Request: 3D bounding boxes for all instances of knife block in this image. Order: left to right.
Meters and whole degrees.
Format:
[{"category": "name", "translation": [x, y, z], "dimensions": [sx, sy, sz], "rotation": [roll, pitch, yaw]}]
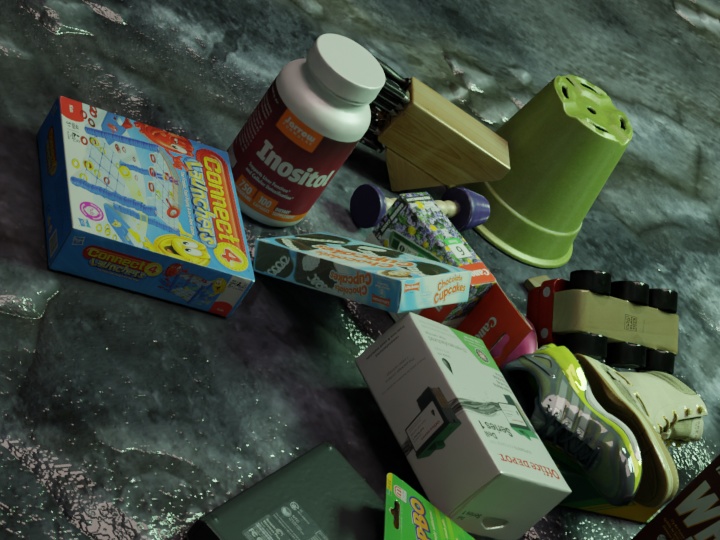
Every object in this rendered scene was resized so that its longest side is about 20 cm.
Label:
[{"category": "knife block", "translation": [0.073, -0.186, 1.846], "dimensions": [0.199, 0.176, 0.064], "rotation": [-5, 38, 6]}]

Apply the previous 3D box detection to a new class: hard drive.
[{"category": "hard drive", "translation": [-0.042, 0.237, 1.347], "dimensions": [0.140, 0.033, 0.200], "rotation": [46, 33, 13]}]

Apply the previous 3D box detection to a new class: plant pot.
[{"category": "plant pot", "translation": [0.240, -0.141, 1.957], "dimensions": [0.199, 0.190, 0.201], "rotation": [26, 33, -18]}]

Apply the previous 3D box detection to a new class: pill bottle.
[{"category": "pill bottle", "translation": [-0.061, -0.151, 1.659], "dimensions": [0.113, 0.200, 0.113], "rotation": [25, 34, -18]}]

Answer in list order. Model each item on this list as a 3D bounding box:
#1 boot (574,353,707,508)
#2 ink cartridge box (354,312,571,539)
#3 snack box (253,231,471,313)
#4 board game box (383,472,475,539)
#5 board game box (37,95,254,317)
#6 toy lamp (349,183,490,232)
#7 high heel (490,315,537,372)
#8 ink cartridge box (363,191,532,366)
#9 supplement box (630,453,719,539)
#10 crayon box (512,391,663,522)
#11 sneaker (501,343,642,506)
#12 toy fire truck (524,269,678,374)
[{"category": "boot", "translation": [0.314, 0.172, 1.646], "dimensions": [0.154, 0.072, 0.200], "rotation": [11, 33, -36]}, {"category": "ink cartridge box", "translation": [0.101, 0.155, 1.517], "dimensions": [0.146, 0.084, 0.200], "rotation": [21, 32, -52]}, {"category": "snack box", "translation": [0.000, 0.000, 1.585], "dimensions": [0.199, 0.037, 0.116], "rotation": [16, 15, 38]}, {"category": "board game box", "translation": [0.084, 0.271, 1.391], "dimensions": [0.200, 0.030, 0.096], "rotation": [44, 27, -26]}, {"category": "board game box", "translation": [-0.215, -0.064, 1.533], "dimensions": [0.195, 0.056, 0.201], "rotation": [17, 38, -30]}, {"category": "toy lamp", "translation": [0.077, -0.073, 1.836], "dimensions": [0.199, 0.058, 0.058], "rotation": [-3, 50, -45]}, {"category": "high heel", "translation": [0.128, 0.042, 1.721], "dimensions": [0.096, 0.067, 0.200], "rotation": [27, 27, -35]}, {"category": "ink cartridge box", "translation": [0.084, 0.024, 1.668], "dimensions": [0.050, 0.109, 0.200], "rotation": [-8, 54, -49]}, {"category": "supplement box", "translation": [0.412, 0.275, 1.591], "dimensions": [0.197, 0.200, 0.133], "rotation": [-2, 49, -46]}, {"category": "crayon box", "translation": [0.253, 0.198, 1.672], "dimensions": [0.199, 0.052, 0.126], "rotation": [17, 38, -31]}, {"category": "sneaker", "translation": [0.211, 0.162, 1.578], "dimensions": [0.081, 0.074, 0.200], "rotation": [-8, 47, -34]}, {"category": "toy fire truck", "translation": [0.249, 0.052, 1.801], "dimensions": [0.175, 0.200, 0.129], "rotation": [13, 76, -37]}]
